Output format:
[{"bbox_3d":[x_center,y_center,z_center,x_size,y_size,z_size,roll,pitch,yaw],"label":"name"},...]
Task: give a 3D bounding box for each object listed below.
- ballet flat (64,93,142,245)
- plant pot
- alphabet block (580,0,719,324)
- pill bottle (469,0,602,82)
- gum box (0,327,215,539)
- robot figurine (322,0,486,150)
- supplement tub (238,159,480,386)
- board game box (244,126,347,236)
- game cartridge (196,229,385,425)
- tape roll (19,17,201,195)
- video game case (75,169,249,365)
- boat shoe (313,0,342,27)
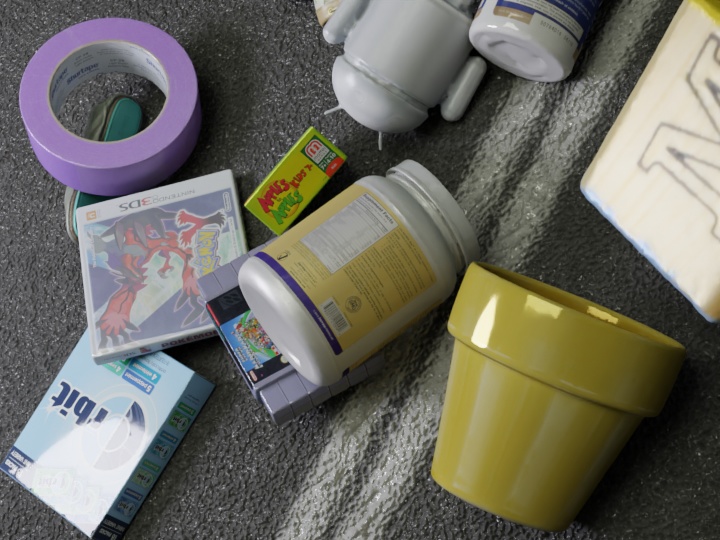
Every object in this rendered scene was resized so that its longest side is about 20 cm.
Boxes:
[{"bbox_3d":[-0.305,-0.112,1.919,0.064,0.067,0.200,-10,56,44],"label":"ballet flat"},{"bbox_3d":[0.153,0.114,1.432,0.201,0.201,0.189,26,96,39],"label":"plant pot"},{"bbox_3d":[0.338,-0.091,1.367,0.196,0.195,0.200,50,125,37],"label":"alphabet block"},{"bbox_3d":[0.195,-0.299,1.659,0.111,0.111,0.200,16,76,37],"label":"pill bottle"},{"bbox_3d":[-0.271,0.166,1.760,0.170,0.045,0.200,27,83,38],"label":"gum box"},{"bbox_3d":[0.047,-0.225,1.705,0.169,0.113,0.200,35,98,3],"label":"robot figurine"},{"bbox_3d":[0.000,0.000,1.584,0.200,0.146,0.145,-36,49,-14],"label":"supplement tub"},{"bbox_3d":[-0.066,-0.092,1.678,0.048,0.200,0.102,40,92,-5],"label":"board game box"},{"bbox_3d":[-0.075,0.053,1.677,0.129,0.038,0.200,-26,51,-11],"label":"game cartridge"},{"bbox_3d":[-0.282,-0.186,1.878,0.200,0.066,0.200,1,63,-1],"label":"tape roll"},{"bbox_3d":[-0.210,-0.006,1.783,0.182,0.023,0.200,-14,57,2],"label":"video game case"},{"bbox_3d":[0.043,-0.299,1.789,0.200,0.074,0.067,-3,88,24],"label":"boat shoe"}]
